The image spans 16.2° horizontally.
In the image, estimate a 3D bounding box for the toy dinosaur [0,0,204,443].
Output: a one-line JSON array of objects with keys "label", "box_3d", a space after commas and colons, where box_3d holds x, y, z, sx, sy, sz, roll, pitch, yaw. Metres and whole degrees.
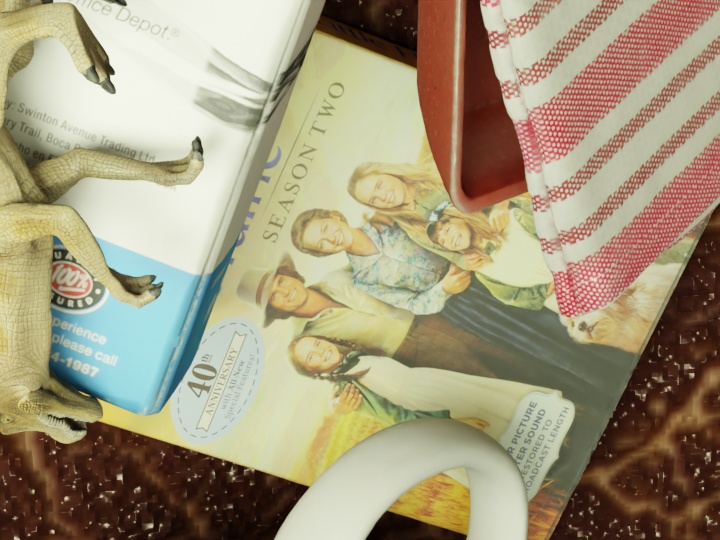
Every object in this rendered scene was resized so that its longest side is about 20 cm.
[{"label": "toy dinosaur", "box_3d": [-0.108, -0.044, 0.646, 0.101, 0.058, 0.200, -27, 100, 15]}]

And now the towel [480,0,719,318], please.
[{"label": "towel", "box_3d": [0.079, -0.103, 0.701, 0.146, 0.030, 0.200, -42, 130, -31]}]

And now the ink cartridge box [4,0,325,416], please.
[{"label": "ink cartridge box", "box_3d": [-0.085, -0.083, 0.707, 0.146, 0.086, 0.200, 22, 104, 1]}]

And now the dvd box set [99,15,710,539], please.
[{"label": "dvd box set", "box_3d": [0.000, 0.000, 0.816, 0.200, 0.029, 0.146, 20, 105, -22]}]

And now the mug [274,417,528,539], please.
[{"label": "mug", "box_3d": [-0.004, 0.140, 0.797, 0.175, 0.148, 0.200, 3, 109, -52]}]

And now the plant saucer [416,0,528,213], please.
[{"label": "plant saucer", "box_3d": [0.082, -0.137, 0.736, 0.200, 0.037, 0.200, -22, 122, -43]}]
